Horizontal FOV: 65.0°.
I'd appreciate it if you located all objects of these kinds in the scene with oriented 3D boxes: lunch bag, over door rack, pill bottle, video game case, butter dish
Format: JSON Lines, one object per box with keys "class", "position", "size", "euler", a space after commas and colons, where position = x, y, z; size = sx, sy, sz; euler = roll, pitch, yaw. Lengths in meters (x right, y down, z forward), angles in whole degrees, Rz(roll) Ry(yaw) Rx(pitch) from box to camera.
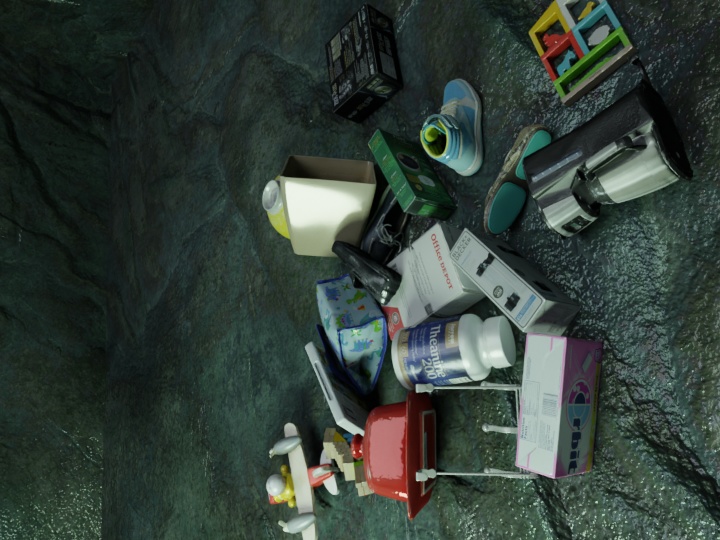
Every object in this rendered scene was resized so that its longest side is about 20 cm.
{"class": "lunch bag", "position": [-0.020, 0.135, 1.184], "size": [0.171, 0.125, 0.203], "euler": [-118, 16, -49]}
{"class": "over door rack", "position": [0.183, 0.256, 0.915], "size": [0.067, 0.195, 0.151], "euler": [92, 178, -79]}
{"class": "pill bottle", "position": [0.161, 0.139, 0.980], "size": [0.197, 0.110, 0.114], "euler": [-15, 70, 29]}
{"class": "video game case", "position": [-0.032, 0.256, 1.147], "size": [0.023, 0.200, 0.184], "euler": [-33, 52, 5]}
{"class": "butter dish", "position": [0.053, 0.314, 1.000], "size": [0.144, 0.199, 0.205], "euler": [-2, 79, 16]}

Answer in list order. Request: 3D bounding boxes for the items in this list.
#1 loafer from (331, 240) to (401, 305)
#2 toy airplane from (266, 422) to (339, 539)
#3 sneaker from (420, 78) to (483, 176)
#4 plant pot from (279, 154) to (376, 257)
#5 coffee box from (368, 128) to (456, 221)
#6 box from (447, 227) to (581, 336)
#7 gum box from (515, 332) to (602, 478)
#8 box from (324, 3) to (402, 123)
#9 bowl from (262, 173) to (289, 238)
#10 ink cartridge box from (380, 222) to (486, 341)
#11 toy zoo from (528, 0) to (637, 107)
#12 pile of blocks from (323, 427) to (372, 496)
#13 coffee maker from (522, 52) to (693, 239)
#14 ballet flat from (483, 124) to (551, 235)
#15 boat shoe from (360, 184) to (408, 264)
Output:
{"class": "loafer", "position": [0.000, 0.000, 1.123], "size": [0.200, 0.067, 0.071], "euler": [36, 103, 43]}
{"class": "toy airplane", "position": [-0.141, 0.474, 1.262], "size": [0.199, 0.139, 0.203], "euler": [23, 99, 49]}
{"class": "sneaker", "position": [0.167, -0.290, 1.069], "size": [0.079, 0.129, 0.204], "euler": [-25, 63, 45]}
{"class": "plant pot", "position": [-0.074, -0.138, 1.246], "size": [0.201, 0.195, 0.181], "euler": [-93, 8, -67]}
{"class": "coffee box", "position": [0.102, -0.192, 1.134], "size": [0.044, 0.121, 0.202], "euler": [-49, 50, 34]}
{"class": "box", "position": [0.246, 0.017, 0.921], "size": [0.061, 0.115, 0.201], "euler": [-60, 43, 21]}
{"class": "gum box", "position": [0.292, 0.200, 0.828], "size": [0.065, 0.112, 0.205], "euler": [2, 83, 49]}
{"class": "box", "position": [0.004, -0.486, 1.336], "size": [0.163, 0.085, 0.204], "euler": [-29, 61, 42]}
{"class": "bowl", "position": [-0.195, -0.186, 1.492], "size": [0.198, 0.106, 0.205], "euler": [-13, 73, 48]}
{"class": "ink cartridge box", "position": [0.129, 0.028, 1.081], "size": [0.199, 0.082, 0.149], "euler": [-39, 55, 38]}
{"class": "toy zoo", "position": [0.361, -0.395, 0.946], "size": [0.131, 0.020, 0.204], "euler": [-38, 55, 39]}
{"class": "pile of blocks", "position": [-0.011, 0.405, 1.193], "size": [0.199, 0.081, 0.063], "euler": [32, 137, 53]}
{"class": "coffee maker", "position": [0.357, -0.172, 0.842], "size": [0.198, 0.134, 0.195], "euler": [-29, 38, 41]}
{"class": "ballet flat", "position": [0.265, -0.159, 0.987], "size": [0.203, 0.067, 0.075], "euler": [-65, 20, 9]}
{"class": "boat shoe", "position": [0.061, -0.087, 1.199], "size": [0.062, 0.074, 0.203], "euler": [32, 98, 59]}
